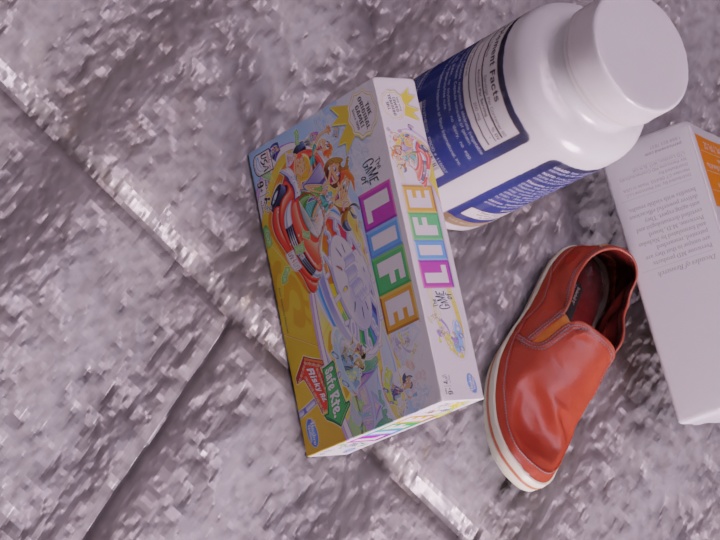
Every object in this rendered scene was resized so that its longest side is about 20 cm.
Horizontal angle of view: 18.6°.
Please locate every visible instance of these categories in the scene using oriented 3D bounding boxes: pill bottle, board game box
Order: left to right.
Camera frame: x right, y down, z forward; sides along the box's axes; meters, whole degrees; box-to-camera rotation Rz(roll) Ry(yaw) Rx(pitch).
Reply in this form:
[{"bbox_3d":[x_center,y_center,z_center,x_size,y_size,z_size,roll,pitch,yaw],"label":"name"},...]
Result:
[{"bbox_3d":[0.000,0.000,1.334,0.034,0.134,0.200,0,72,-39],"label":"board game box"},{"bbox_3d":[0.113,-0.107,1.425,0.111,0.200,0.111,16,63,-34],"label":"pill bottle"}]

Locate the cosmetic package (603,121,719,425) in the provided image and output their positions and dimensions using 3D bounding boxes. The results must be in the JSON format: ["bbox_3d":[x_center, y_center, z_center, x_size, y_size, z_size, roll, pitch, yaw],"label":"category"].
[{"bbox_3d":[0.240,0.004,1.547,0.101,0.071,0.200,7,66,-66],"label":"cosmetic package"}]

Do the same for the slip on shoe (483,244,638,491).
[{"bbox_3d":[0.136,0.058,1.471,0.074,0.061,0.200,41,53,-21],"label":"slip on shoe"}]
